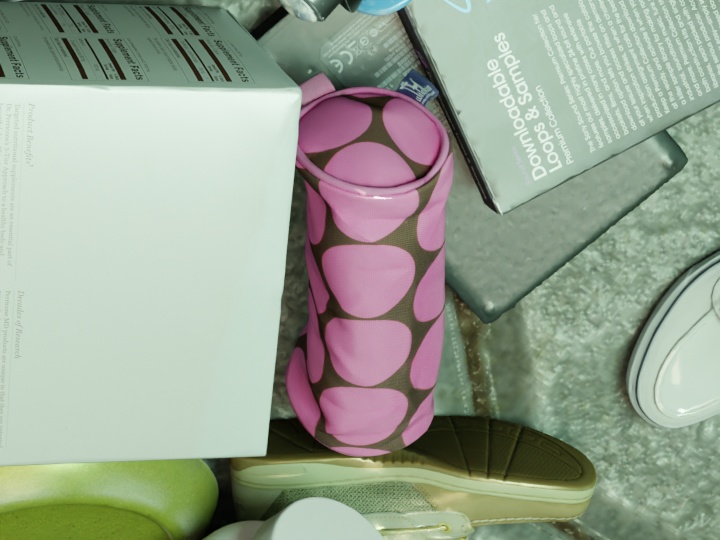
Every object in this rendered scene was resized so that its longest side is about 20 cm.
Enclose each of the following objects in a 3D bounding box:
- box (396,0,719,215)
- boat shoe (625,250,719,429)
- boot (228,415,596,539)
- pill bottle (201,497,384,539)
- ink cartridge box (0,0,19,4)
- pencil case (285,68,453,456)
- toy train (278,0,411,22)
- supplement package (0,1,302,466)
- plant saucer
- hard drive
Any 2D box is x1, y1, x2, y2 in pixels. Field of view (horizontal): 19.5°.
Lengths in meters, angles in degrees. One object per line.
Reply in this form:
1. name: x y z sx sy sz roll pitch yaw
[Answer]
1. box: 0.122 -0.136 1.038 0.199 0.036 0.143 -27 105 -7
2. boat shoe: 0.220 0.015 1.110 0.073 0.067 0.200 39 105 -15
3. boot: 0.028 0.162 1.155 0.199 0.072 0.155 1 110 5
4. pill bottle: -0.070 0.200 1.092 0.112 0.112 0.200 37 129 -15
5. ink cartridge box: -0.095 -0.200 1.034 0.199 0.037 0.095 -13 110 0
6. pencil case: 0.000 0.000 1.056 0.091 0.094 0.200 -33 144 -33
7. toy train: 0.014 -0.208 0.969 0.114 0.087 0.200 40 85 18
8. supplement package: -0.149 -0.022 1.015 0.199 0.147 0.192 0 112 -18
9. plant saucer: -0.170 0.145 1.101 0.199 0.031 0.200 -10 148 -7
10. hard drive: 0.055 -0.086 1.083 0.139 0.033 0.200 -39 107 11
